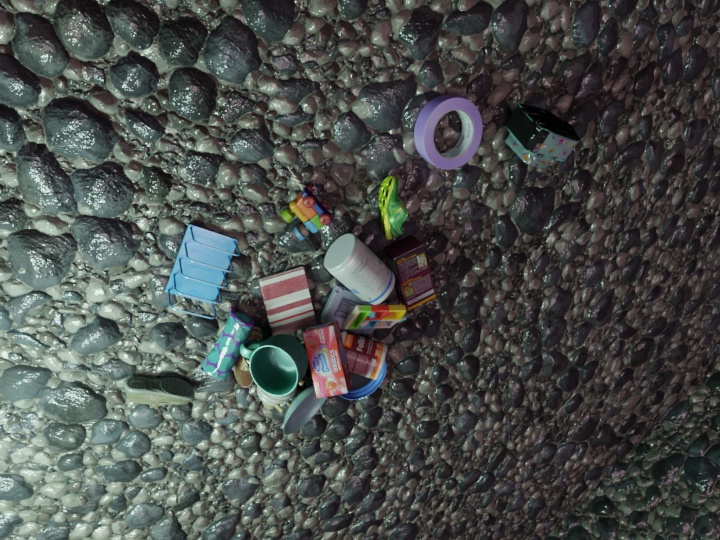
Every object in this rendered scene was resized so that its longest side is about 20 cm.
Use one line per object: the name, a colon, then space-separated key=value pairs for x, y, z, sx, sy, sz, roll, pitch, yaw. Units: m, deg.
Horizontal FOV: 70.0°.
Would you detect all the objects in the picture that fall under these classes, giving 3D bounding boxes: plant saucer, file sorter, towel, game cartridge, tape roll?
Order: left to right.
file sorter: x=-0.417 y=0.007 z=1.362 sx=0.136 sy=0.123 sz=0.203 roll=18 pitch=106 yaw=-28
towel: x=-0.218 y=0.095 z=1.550 sx=0.141 sy=0.023 sz=0.204 roll=-16 pitch=117 yaw=-14
plant saucer: x=-0.178 y=0.424 z=1.615 sx=0.200 sy=0.039 sz=0.203 roll=-42 pitch=157 yaw=-23
game cartridge: x=-0.025 y=0.132 z=1.644 sx=0.197 sy=0.041 sz=0.135 roll=21 pitch=100 yaw=-30
tape roll: x=0.257 y=-0.404 z=1.504 sx=0.196 sy=0.066 sz=0.204 roll=-10 pitch=117 yaw=-19

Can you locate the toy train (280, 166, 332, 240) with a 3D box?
toy train: x=-0.176 y=-0.180 z=1.414 sx=0.115 sy=0.085 sz=0.200 roll=-37 pitch=123 yaw=12

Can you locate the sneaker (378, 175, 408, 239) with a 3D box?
sneaker: x=0.100 y=-0.191 z=1.531 sx=0.082 sy=0.074 sz=0.204 roll=-13 pitch=127 yaw=-15

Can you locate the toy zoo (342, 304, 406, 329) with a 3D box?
toy zoo: x=0.056 y=0.146 z=1.611 sx=0.196 sy=0.021 sz=0.132 roll=1 pitch=149 yaw=-24

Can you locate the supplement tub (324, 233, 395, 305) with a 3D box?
supplement tub: x=0.000 y=0.000 z=1.537 sx=0.132 sy=0.132 sz=0.199 roll=-47 pitch=121 yaw=3

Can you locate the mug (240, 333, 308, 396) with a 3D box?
mug: x=-0.234 y=0.247 z=1.465 sx=0.151 sy=0.114 sz=0.187 roll=-32 pitch=95 yaw=23

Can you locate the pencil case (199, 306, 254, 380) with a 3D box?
pencil case: x=-0.386 y=0.215 z=1.493 sx=0.202 sy=0.092 sz=0.085 roll=-59 pitch=153 yaw=9

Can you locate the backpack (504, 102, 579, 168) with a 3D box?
backpack: x=0.557 y=-0.404 z=1.574 sx=0.196 sy=0.177 sz=0.155 roll=0 pitch=131 yaw=-24

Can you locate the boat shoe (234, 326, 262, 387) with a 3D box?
boat shoe: x=-0.335 y=0.270 z=1.548 sx=0.074 sy=0.072 sz=0.204 roll=2 pitch=112 yaw=-24

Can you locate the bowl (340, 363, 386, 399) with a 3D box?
bowl: x=-0.008 y=0.342 z=1.745 sx=0.196 sy=0.039 sz=0.205 roll=-10 pitch=117 yaw=-20

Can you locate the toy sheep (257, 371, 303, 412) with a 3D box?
toy sheep: x=-0.251 y=0.346 z=1.584 sx=0.136 sy=0.138 sz=0.203 roll=18 pitch=111 yaw=-29

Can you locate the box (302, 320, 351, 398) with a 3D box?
box: x=-0.097 y=0.262 z=1.520 sx=0.097 sy=0.095 sz=0.205 roll=-12 pitch=92 yaw=8

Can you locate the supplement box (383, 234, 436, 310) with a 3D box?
supplement box: x=0.158 y=0.007 z=1.636 sx=0.109 sy=0.086 sz=0.203 roll=-25 pitch=121 yaw=-11

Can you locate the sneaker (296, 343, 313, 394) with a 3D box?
sneaker: x=-0.175 y=0.338 z=1.640 sx=0.074 sy=0.091 sz=0.204 roll=-12 pitch=118 yaw=-20

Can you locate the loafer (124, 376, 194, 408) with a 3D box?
loafer: x=-0.581 y=0.355 z=1.487 sx=0.196 sy=0.076 sz=0.071 roll=16 pitch=118 yaw=-24

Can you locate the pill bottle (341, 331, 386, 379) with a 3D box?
pill bottle: x=-0.024 y=0.259 z=1.621 sx=0.196 sy=0.114 sz=0.116 roll=19 pitch=107 yaw=-3
